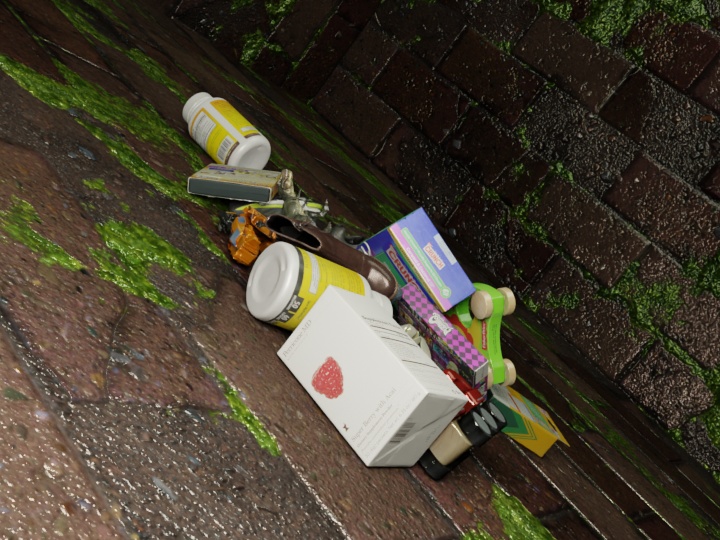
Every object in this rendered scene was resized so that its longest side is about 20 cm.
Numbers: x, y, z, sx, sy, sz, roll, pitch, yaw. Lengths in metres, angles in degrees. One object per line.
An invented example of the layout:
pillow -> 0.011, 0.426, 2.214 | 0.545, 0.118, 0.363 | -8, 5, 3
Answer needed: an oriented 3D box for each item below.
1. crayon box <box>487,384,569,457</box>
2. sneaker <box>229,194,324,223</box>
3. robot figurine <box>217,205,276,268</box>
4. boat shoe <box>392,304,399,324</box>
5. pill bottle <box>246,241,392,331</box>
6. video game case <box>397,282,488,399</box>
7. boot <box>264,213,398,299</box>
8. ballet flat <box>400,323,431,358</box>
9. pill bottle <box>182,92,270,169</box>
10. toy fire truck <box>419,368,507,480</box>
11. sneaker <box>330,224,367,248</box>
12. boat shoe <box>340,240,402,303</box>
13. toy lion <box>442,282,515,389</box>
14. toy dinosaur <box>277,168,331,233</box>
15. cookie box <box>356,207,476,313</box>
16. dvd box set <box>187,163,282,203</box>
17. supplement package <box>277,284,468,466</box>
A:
crayon box -> 0.288, 0.269, 1.565 | 0.199, 0.052, 0.126 | 34, 13, -20
sneaker -> -0.154, -0.097, 1.537 | 0.199, 0.082, 0.074 | 2, 14, -40
robot figurine -> -0.161, -0.043, 1.342 | 0.145, 0.058, 0.200 | 37, 12, -23
boat shoe -> 0.021, 0.031, 1.601 | 0.199, 0.066, 0.075 | 39, 12, 0
pill bottle -> -0.053, 0.043, 1.181 | 0.199, 0.112, 0.111 | 22, 19, -35
video game case -> 0.138, 0.141, 1.407 | 0.200, 0.036, 0.182 | 46, -20, 33
boot -> -0.043, -0.016, 1.253 | 0.199, 0.073, 0.166 | 29, -1, 13
ballet flat -> 0.078, 0.135, 1.365 | 0.067, 0.076, 0.200 | 25, 17, -29
pill bottle -> -0.287, -0.287, 1.750 | 0.200, 0.110, 0.109 | 45, 13, 24
toy fire truck -> 0.085, 0.182, 1.165 | 0.201, 0.128, 0.176 | 52, 15, 14
sneaker -> 0.003, -0.018, 1.677 | 0.199, 0.091, 0.076 | 33, 11, -30
boat shoe -> 0.000, 0.000, 1.402 | 0.061, 0.076, 0.200 | -20, 34, -22
toy lion -> 0.191, 0.119, 1.471 | 0.068, 0.202, 0.191 | -7, 12, -27
toy dinosaur -> -0.096, -0.086, 1.462 | 0.048, 0.087, 0.202 | 84, -3, -65
cookie box -> 0.091, -0.005, 1.455 | 0.172, 0.075, 0.200 | 56, -19, -2
dvd box set -> -0.221, -0.160, 1.511 | 0.145, 0.030, 0.200 | 7, 14, -2
supplement package -> 0.013, 0.134, 1.056 | 0.200, 0.122, 0.119 | 46, 14, 32
